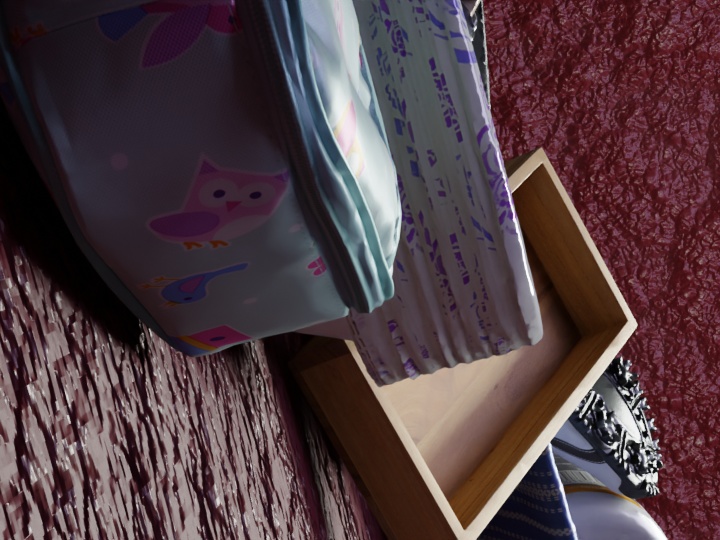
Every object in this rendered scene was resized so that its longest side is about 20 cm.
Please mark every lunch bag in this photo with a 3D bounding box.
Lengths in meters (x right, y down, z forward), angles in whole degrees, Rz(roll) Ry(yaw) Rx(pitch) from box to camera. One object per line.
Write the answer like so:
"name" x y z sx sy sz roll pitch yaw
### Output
"lunch bag" -0.046 -0.087 0.475 0.161 0.076 0.202 61 15 -69

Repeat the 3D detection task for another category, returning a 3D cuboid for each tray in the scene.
"tray" 0.050 0.032 0.812 0.099 0.037 0.200 60 37 -10

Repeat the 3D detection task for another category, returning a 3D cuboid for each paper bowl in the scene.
"paper bowl" -0.007 -0.058 0.669 0.201 0.103 0.202 -16 90 -85

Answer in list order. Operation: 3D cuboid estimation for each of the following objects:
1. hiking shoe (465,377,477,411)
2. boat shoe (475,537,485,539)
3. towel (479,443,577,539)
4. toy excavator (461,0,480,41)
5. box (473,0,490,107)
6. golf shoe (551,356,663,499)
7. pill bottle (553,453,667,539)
"hiking shoe" 0.000 0.000 0.863 0.087 0.074 0.201 39 28 -57
"boat shoe" 0.057 0.166 0.829 0.200 0.074 0.063 66 30 -65
"towel" 0.053 0.097 0.953 0.144 0.024 0.202 7 -62 58
"toy excavator" -0.018 -0.185 0.975 0.195 0.199 0.100 -62 -178 -31
"box" 0.017 -0.200 1.145 0.193 0.047 0.202 -158 -119 -66
"golf shoe" 0.082 0.060 1.029 0.200 0.094 0.078 45 34 -11
"pill bottle" 0.105 0.158 1.116 0.200 0.115 0.117 -131 -156 -73
